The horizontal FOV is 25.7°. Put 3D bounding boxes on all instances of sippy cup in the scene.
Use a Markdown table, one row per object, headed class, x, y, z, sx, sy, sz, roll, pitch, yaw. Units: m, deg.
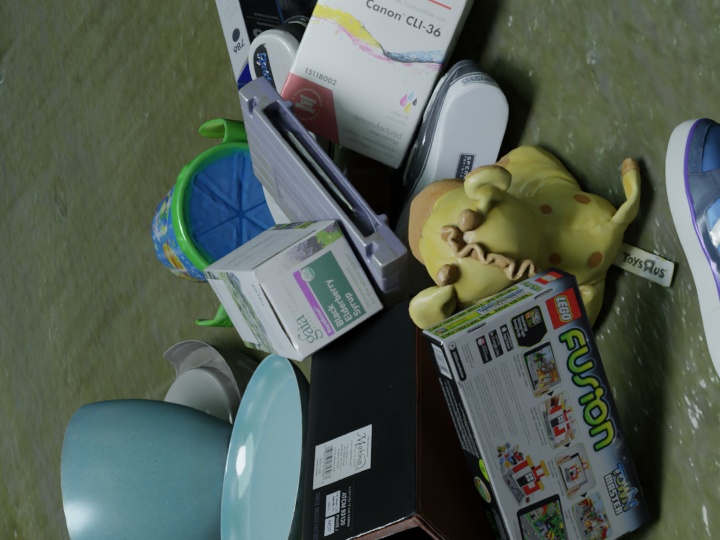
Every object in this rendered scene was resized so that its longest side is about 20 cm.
| class | x | y | z | sx | sy | sz | roll | pitch | yaw |
| --- | --- | --- | --- | --- | --- | --- | --- | --- | --- |
| sippy cup | -0.137 | -0.044 | 1.519 | 0.178 | 0.140 | 0.130 | -56 | 17 | -24 |

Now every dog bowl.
| class | x | y | z | sx | sy | sz | roll | pitch | yaw |
| --- | --- | --- | --- | --- | --- | --- | --- | --- | --- |
| dog bowl | -0.146 | 0.169 | 1.562 | 0.200 | 0.059 | 0.201 | -4 | 85 | 51 |

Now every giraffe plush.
| class | x | y | z | sx | sy | sz | roll | pitch | yaw |
| --- | --- | --- | --- | --- | --- | --- | --- | --- | --- |
| giraffe plush | 0.104 | -0.016 | 1.169 | 0.200 | 0.162 | 0.173 | 1 | 88 | 52 |

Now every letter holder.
| class | x | y | z | sx | sy | sz | roll | pitch | yaw |
| --- | --- | --- | --- | --- | --- | --- | --- | --- | --- |
| letter holder | 0.039 | 0.149 | 1.183 | 0.100 | 0.142 | 0.200 | -25 | 41 | 26 |

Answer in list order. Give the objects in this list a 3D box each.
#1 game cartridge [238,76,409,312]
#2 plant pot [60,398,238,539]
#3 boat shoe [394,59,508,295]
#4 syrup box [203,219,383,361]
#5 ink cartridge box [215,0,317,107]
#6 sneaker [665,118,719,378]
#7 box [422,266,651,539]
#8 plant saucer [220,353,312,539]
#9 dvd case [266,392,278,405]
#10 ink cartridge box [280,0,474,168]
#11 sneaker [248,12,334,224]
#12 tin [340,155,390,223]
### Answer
| class | x | y | z | sx | sy | sz | roll | pitch | yaw |
| --- | --- | --- | --- | --- | --- | --- | --- | --- | --- |
| game cartridge | -0.026 | -0.049 | 1.256 | 0.200 | 0.038 | 0.130 | 51 | 168 | 25 |
| plant pot | -0.162 | 0.201 | 1.410 | 0.134 | 0.200 | 0.201 | -15 | 72 | 13 |
| boat shoe | 0.067 | -0.076 | 1.300 | 0.068 | 0.071 | 0.201 | -111 | 30 | -58 |
| syrup box | -0.058 | 0.014 | 1.265 | 0.079 | 0.081 | 0.200 | 60 | 165 | -9 |
| ink cartridge box | -0.084 | -0.239 | 1.480 | 0.039 | 0.099 | 0.201 | -36 | 61 | 43 |
| sneaker | 0.286 | -0.026 | 1.016 | 0.146 | 0.080 | 0.201 | -24 | 65 | 40 |
| box | 0.126 | 0.111 | 1.106 | 0.035 | 0.110 | 0.201 | 27 | 139 | 65 |
| plant saucer | -0.070 | 0.167 | 1.260 | 0.200 | 0.027 | 0.201 | -170 | 90 | -71 |
| dvd case | -0.001 | 0.182 | 1.325 | 0.018 | 0.143 | 0.200 | -41 | 44 | -7 |
| ink cartridge box | 0.020 | -0.198 | 1.304 | 0.116 | 0.067 | 0.201 | 23 | 98 | 4 |
| sneaker | -0.036 | -0.132 | 1.426 | 0.073 | 0.112 | 0.201 | 10 | 119 | 31 |
| tin | 0.000 | 0.000 | 1.366 | 0.112 | 0.042 | 0.201 | 133 | 138 | -85 |
